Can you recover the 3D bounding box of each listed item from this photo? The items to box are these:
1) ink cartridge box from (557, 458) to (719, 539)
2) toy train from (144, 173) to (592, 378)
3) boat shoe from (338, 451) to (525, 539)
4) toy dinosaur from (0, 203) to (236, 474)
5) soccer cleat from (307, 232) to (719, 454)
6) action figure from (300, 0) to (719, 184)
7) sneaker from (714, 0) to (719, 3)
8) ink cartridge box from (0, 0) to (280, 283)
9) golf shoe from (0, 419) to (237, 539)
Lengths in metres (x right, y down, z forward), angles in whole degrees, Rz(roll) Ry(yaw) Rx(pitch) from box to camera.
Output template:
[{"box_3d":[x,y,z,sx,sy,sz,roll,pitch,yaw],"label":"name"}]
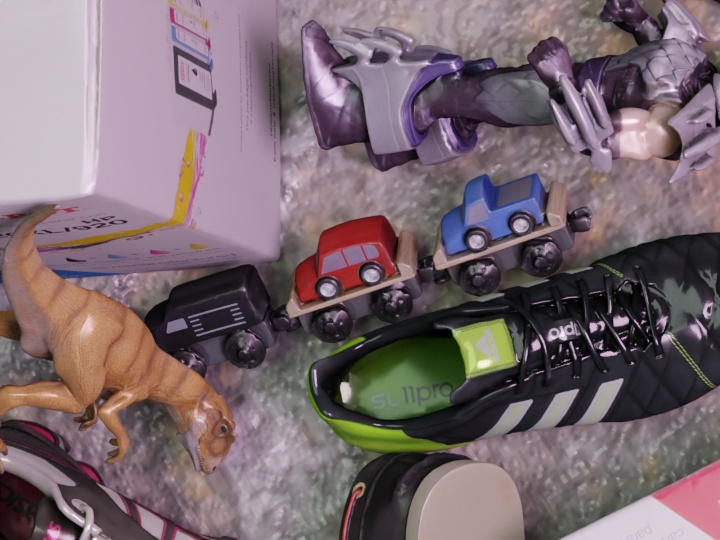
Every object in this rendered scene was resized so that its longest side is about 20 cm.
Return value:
[{"box_3d":[0.164,0.175,1.006,0.145,0.083,0.201,-28,75,13],"label":"ink cartridge box"},{"box_3d":[0.000,0.000,1.103,0.199,0.034,0.046,-18,115,16],"label":"toy train"},{"box_3d":[0.027,0.173,1.067,0.063,0.073,0.202,5,95,54],"label":"boat shoe"},{"box_3d":[-0.120,0.023,1.054,0.106,0.200,0.061,-26,54,13],"label":"toy dinosaur"},{"box_3d":[0.075,0.032,1.056,0.199,0.081,0.068,-17,78,16],"label":"soccer cleat"},{"box_3d":[0.081,-0.073,1.052,0.199,0.130,0.070,-1,99,25],"label":"action figure"},{"box_3d":[0.126,-0.168,1.062,0.199,0.070,0.094,17,82,2],"label":"sneaker"},{"box_3d":[-0.133,-0.080,1.078,0.147,0.200,0.145,-4,82,18],"label":"ink cartridge box"},{"box_3d":[-0.101,0.131,1.100,0.200,0.088,0.077,28,90,18],"label":"golf shoe"}]
